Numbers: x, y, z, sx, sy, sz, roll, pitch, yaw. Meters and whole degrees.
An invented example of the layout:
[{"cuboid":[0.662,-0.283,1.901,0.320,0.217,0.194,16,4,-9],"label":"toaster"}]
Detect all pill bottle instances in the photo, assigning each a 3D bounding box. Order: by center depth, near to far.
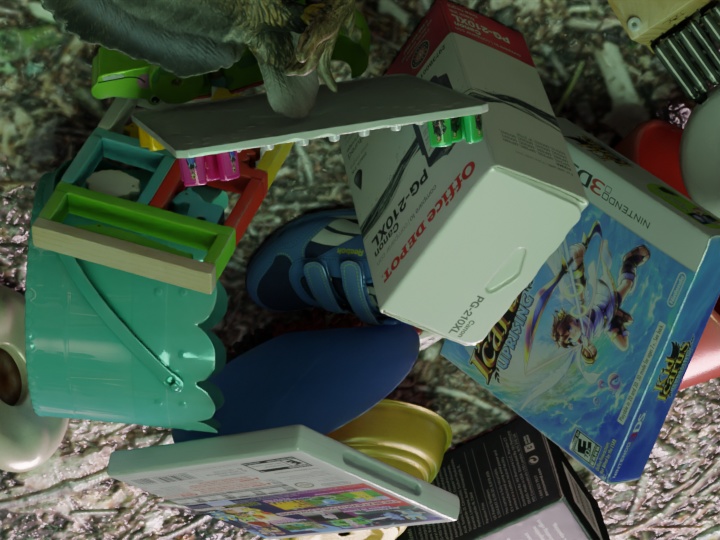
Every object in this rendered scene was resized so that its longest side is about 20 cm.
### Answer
[{"cuboid":[0.340,-0.075,1.521,0.199,0.110,0.109,11,129,-41],"label":"pill bottle"}]

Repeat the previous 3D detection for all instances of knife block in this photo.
[{"cuboid":[0.207,-0.216,1.431,0.064,0.175,0.201,-32,84,15],"label":"knife block"}]

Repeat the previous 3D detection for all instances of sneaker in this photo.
[{"cuboid":[0.000,0.000,1.540,0.199,0.083,0.074,-15,133,20],"label":"sneaker"},{"cuboid":[-0.011,0.064,1.617,0.199,0.078,0.082,-22,139,18],"label":"sneaker"}]

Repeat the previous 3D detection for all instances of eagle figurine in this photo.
[{"cuboid":[-0.093,-0.191,1.226,0.199,0.152,0.152,18,89,12],"label":"eagle figurine"}]

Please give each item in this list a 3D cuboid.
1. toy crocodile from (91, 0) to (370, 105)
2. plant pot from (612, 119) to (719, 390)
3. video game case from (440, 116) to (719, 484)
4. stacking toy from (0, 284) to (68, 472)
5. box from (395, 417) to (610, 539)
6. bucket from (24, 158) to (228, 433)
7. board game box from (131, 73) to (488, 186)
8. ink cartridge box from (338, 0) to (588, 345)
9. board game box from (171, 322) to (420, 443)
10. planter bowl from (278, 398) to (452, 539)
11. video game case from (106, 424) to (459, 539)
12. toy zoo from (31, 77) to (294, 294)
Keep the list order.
[{"cuboid":[-0.091,-0.151,1.408,0.199,0.068,0.062,-13,133,-1],"label":"toy crocodile"},{"cuboid":[0.205,0.014,1.544,0.200,0.201,0.177,32,129,-33],"label":"plant pot"},{"cuboid":[0.160,0.019,1.438,0.045,0.181,0.201,-2,120,-44],"label":"video game case"},{"cuboid":[-0.338,0.101,1.559,0.199,0.147,0.146,-17,135,27],"label":"stacking toy"},{"cuboid":[0.106,0.242,1.765,0.199,0.107,0.149,-26,131,10],"label":"box"},{"cuboid":[-0.165,0.018,1.455,0.134,0.208,0.208,1,131,-2],"label":"bucket"},{"cuboid":[-0.038,-0.094,1.318,0.198,0.200,0.026,-9,103,-13],"label":"board game box"},{"cuboid":[0.067,-0.070,1.422,0.084,0.201,0.145,20,124,-27],"label":"ink cartridge box"},{"cuboid":[-0.041,0.100,1.513,0.199,0.158,0.039,-6,117,35],"label":"board game box"},{"cuboid":[-0.018,0.184,1.661,0.199,0.084,0.201,-5,153,-3],"label":"planter bowl"},{"cuboid":[-0.057,0.160,1.498,0.199,0.023,0.182,-12,151,40],"label":"video game case"},{"cuboid":[-0.127,-0.072,1.392,0.130,0.201,0.021,15,136,11],"label":"toy zoo"}]
